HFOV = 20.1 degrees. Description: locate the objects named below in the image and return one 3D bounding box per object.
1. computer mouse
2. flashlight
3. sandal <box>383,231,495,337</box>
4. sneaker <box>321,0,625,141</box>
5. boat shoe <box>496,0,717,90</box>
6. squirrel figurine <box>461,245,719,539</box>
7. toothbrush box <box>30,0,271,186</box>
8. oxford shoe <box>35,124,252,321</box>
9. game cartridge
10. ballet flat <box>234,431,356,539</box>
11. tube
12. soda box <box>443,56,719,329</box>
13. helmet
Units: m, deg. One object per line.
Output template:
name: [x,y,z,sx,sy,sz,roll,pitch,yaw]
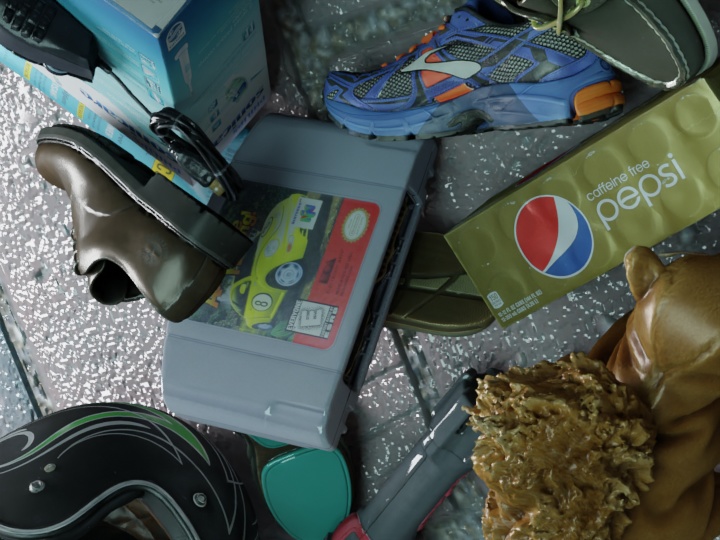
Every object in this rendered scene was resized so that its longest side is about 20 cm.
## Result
computer mouse: [-0.149,-0.102,1.164,0.200,0.034,0.059,40,163,-2]
flashlight: [0.041,0.144,1.299,0.068,0.068,0.200,29,122,-13]
sandal: [0.000,0.000,1.262,0.198,0.081,0.054,17,161,21]
sneaker: [0.063,-0.117,1.169,0.198,0.075,0.079,-3,93,35]
boat shoe: [0.096,-0.158,1.056,0.201,0.060,0.072,40,146,-2]
squirrel figurine: [0.149,0.079,1.111,0.142,0.199,0.187,45,140,16]
toothbrush box: [-0.137,-0.158,1.200,0.146,0.085,0.200,36,162,15]
oxford shoe: [-0.152,-0.030,1.228,0.085,0.072,0.200,-56,41,1]
game cartridge: [-0.043,0.001,1.223,0.132,0.202,0.041,8,160,31]
ballet flat: [-0.047,0.098,1.320,0.067,0.069,0.201,-14,139,5]
tube: [-0.150,-0.108,1.323,0.199,0.050,0.078,35,133,9]
soda box: [0.146,-0.045,1.145,0.199,0.064,0.068,-32,93,37]
helmet: [-0.166,0.182,1.366,0.200,0.189,0.202,171,90,-71]
